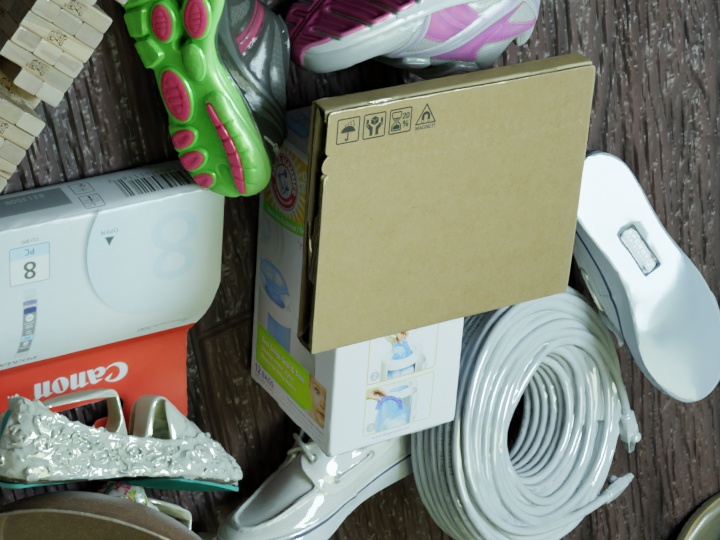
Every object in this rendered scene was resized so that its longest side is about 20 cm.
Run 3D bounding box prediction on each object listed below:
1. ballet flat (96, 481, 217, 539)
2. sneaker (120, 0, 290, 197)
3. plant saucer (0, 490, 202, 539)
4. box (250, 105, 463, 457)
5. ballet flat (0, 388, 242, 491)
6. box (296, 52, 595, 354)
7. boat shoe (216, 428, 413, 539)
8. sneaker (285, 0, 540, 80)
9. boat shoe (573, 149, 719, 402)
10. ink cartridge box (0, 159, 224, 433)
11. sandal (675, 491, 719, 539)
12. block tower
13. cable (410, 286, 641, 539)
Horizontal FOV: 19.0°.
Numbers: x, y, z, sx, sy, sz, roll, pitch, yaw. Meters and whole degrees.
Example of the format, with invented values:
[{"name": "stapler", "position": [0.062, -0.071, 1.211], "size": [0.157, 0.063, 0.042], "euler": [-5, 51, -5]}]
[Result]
[{"name": "ballet flat", "position": [-0.123, 0.202, 1.486], "size": [0.200, 0.075, 0.064], "euler": [49, 54, -49]}, {"name": "sneaker", "position": [-0.089, -0.144, 1.291], "size": [0.084, 0.076, 0.202], "euler": [-53, 140, -50]}, {"name": "plant saucer", "position": [-0.164, 0.196, 1.387], "size": [0.198, 0.037, 0.201], "euler": [8, 142, 6]}, {"name": "box", "position": [0.000, 0.000, 1.407], "size": [0.101, 0.112, 0.202], "euler": [-14, 124, -28]}, {"name": "ballet flat", "position": [-0.150, 0.109, 1.380], "size": [0.199, 0.072, 0.072], "euler": [8, 113, -46]}, {"name": "box", "position": [0.053, -0.042, 1.329], "size": [0.199, 0.021, 0.165], "euler": [-13, 122, -30]}, {"name": "boat shoe", "position": [-0.024, 0.134, 1.506], "size": [0.199, 0.071, 0.070], "euler": [-31, 124, -26]}, {"name": "sneaker", "position": [0.043, -0.155, 1.361], "size": [0.199, 0.081, 0.089], "euler": [-20, 127, -23]}, {"name": "boat shoe", "position": [0.189, 0.002, 1.547], "size": [0.074, 0.086, 0.203], "euler": [-36, 106, -9]}, {"name": "ink cartridge box", "position": [-0.168, 0.038, 1.356], "size": [0.159, 0.047, 0.202], "euler": [-14, 124, -28]}, {"name": "sandal", "position": [0.342, 0.221, 1.841], "size": [0.199, 0.054, 0.081], "euler": [-27, 131, -20]}, {"name": "block tower", "position": [-0.202, -0.114, 1.227], "size": [0.058, 0.054, 0.201], "euler": [30, 99, -43]}, {"name": "cable", "position": [0.116, 0.105, 1.556], "size": [0.199, 0.069, 0.202], "euler": [-32, 120, -41]}]
